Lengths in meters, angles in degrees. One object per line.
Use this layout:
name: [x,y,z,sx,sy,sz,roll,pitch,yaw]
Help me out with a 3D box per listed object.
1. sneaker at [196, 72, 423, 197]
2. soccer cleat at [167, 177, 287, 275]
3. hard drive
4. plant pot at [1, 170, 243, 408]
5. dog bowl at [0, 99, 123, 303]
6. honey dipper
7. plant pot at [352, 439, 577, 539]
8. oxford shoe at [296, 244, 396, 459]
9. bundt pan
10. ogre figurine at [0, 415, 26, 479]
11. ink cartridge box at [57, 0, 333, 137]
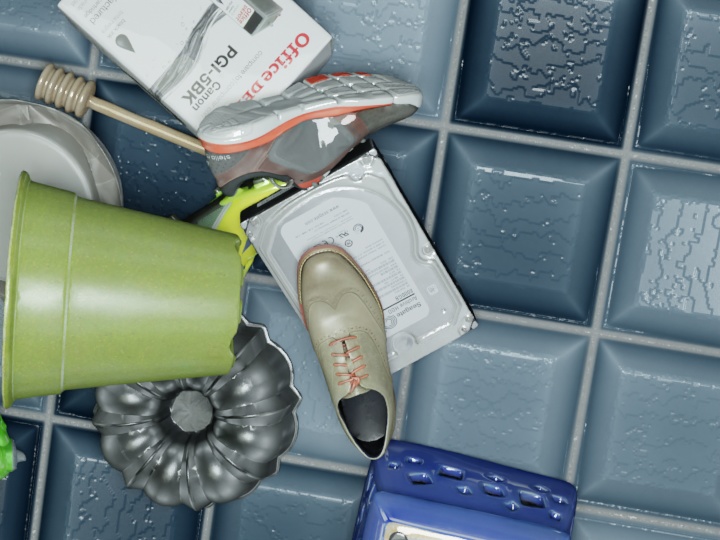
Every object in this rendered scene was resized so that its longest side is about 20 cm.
sneaker: [-0.041,-0.114,1.228,0.200,0.077,0.082,-15,118,-15]
soccer cleat: [-0.112,-0.037,1.319,0.200,0.065,0.084,-30,108,7]
hard drive: [0.000,0.000,1.290,0.140,0.038,0.200,-28,113,7]
plant pot: [-0.199,0.023,1.220,0.190,0.200,0.200,4,97,-9]
dog bowl: [-0.310,-0.062,1.318,0.200,0.059,0.200,1,104,3]
honey dipper: [-0.202,-0.135,1.323,0.200,0.038,0.038,24,98,0]
plant pot: [0.084,0.280,1.274,0.200,0.180,0.200,12,97,4]
oxford shoe: [-0.005,0.073,1.259,0.070,0.075,0.200,-19,113,3]
bundt pan: [-0.159,0.132,1.330,0.202,0.076,0.202,1,97,6]
ogre figurine: [-0.407,0.185,1.342,0.120,0.098,0.200,48,54,-7]
ink cartridge box: [-0.142,-0.214,1.274,0.200,0.083,0.147,41,88,-1]
